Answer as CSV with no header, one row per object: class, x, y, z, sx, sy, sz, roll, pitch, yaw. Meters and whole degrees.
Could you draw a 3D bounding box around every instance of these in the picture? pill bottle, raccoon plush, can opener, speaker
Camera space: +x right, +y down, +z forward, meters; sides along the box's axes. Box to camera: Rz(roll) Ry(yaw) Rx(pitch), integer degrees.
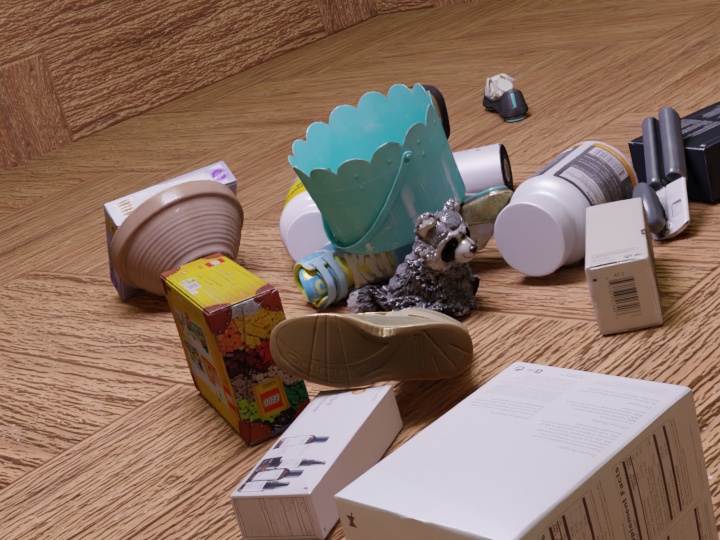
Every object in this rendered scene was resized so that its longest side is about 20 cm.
pill bottle,0.250,-0.075,1.536,0.116,0.117,0.200,-1,23,38
raccoon plush,0.051,-0.008,1.473,0.199,0.135,0.097,-7,21,25
can opener,0.368,-0.126,1.556,0.053,0.067,0.201,-30,42,38
speaker,0.121,-0.131,1.870,0.199,0.082,0.081,-10,19,17
pill bottle,-0.056,-0.072,1.789,0.112,0.113,0.200,-14,18,6

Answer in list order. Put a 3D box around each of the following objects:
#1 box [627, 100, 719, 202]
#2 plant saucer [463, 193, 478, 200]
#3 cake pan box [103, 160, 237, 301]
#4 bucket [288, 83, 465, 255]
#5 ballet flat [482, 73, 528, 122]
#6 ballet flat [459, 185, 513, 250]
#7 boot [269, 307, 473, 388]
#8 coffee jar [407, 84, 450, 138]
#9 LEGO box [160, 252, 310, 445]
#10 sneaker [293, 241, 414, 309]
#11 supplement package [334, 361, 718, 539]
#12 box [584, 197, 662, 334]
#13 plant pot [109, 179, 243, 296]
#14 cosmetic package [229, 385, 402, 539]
box,0.480,-0.164,1.672,0.199,0.079,0.141,-24,17,-25
plant saucer,0.087,-0.080,1.743,0.199,0.050,0.200,0,3,0
cake pan box,-0.271,-0.058,1.838,0.199,0.184,0.052,-24,62,-21
bucket,0.024,-0.123,1.554,0.206,0.135,0.207,-22,25,11
ballet flat,0.269,-0.329,2.350,0.068,0.069,0.200,-18,18,-5
ballet flat,0.124,-0.047,1.591,0.200,0.071,0.071,-23,8,47
boot,0.015,0.073,1.289,0.199,0.073,0.155,-2,3,5
coffee jar,0.053,-0.193,1.819,0.085,0.105,0.200,3,29,33
LEGO box,-0.135,0.078,1.353,0.077,0.150,0.200,-21,19,-18
sneaker,0.000,0.000,1.592,0.200,0.080,0.130,-12,14,43
supplement package,0.117,0.178,0.842,0.151,0.151,0.200,5,27,46
box,0.284,-0.009,1.372,0.068,0.082,0.200,-11,20,15
plant pot,-0.243,-0.025,1.772,0.200,0.201,0.093,-23,60,-20
cosmetic package,-0.035,0.171,1.151,0.082,0.051,0.200,-5,20,24
